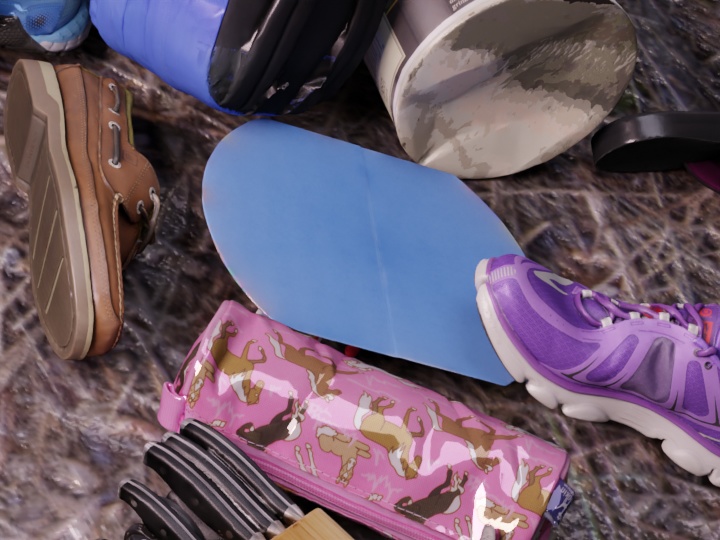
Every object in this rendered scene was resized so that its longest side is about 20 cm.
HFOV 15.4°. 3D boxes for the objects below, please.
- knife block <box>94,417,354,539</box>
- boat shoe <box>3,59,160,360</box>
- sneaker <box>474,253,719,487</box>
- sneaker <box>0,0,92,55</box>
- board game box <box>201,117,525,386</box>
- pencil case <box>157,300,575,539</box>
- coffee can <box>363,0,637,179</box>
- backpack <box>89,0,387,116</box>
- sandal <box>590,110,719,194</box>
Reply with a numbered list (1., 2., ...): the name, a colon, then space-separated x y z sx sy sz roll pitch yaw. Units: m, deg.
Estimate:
1. knife block: -0.020 0.154 1.200 0.199 0.064 0.176 11 45 -17
2. boat shoe: -0.132 -0.036 1.341 0.068 0.072 0.201 5 45 -21
3. sneaker: 0.148 0.035 1.377 0.199 0.084 0.081 25 38 -20
4. sneaker: -0.176 -0.192 1.459 0.078 0.090 0.201 9 39 3
5. board game box: 0.000 0.000 1.399 0.199 0.039 0.159 16 40 -23
6. pencil case: 0.001 0.086 1.276 0.199 0.083 0.087 25 -4 -1
7. coffee can: 0.055 -0.174 1.527 0.146 0.147 0.201 -1 48 -28
8. backpack: -0.059 -0.192 1.419 0.167 0.201 0.162 27 18 34
9. sandal: 0.230 -0.064 1.573 0.199 0.075 0.048 -4 73 -21
